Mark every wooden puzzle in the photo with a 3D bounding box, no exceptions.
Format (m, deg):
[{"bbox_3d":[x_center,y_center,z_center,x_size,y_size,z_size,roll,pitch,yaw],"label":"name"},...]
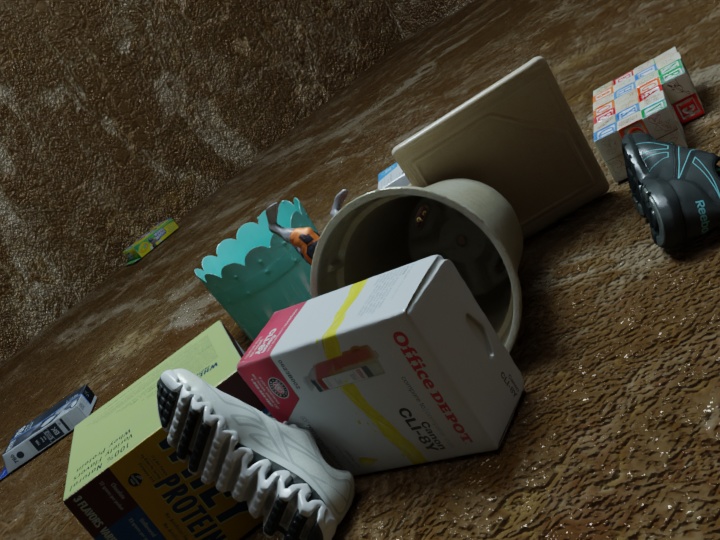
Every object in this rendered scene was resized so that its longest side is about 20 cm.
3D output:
[{"bbox_3d":[0.155,-0.112,0.912,0.184,0.200,0.037,-30,35,13],"label":"wooden puzzle"}]

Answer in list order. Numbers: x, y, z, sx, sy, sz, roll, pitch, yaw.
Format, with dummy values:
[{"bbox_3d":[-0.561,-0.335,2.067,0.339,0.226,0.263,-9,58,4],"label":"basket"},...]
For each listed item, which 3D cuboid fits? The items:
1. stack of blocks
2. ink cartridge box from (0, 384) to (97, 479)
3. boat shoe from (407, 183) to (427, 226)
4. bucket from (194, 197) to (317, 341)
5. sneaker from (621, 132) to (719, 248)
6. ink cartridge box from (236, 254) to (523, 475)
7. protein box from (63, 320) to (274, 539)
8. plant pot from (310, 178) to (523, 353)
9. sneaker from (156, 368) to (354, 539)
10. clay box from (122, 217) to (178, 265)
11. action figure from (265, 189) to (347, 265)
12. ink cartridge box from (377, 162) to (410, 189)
[{"bbox_3d":[0.343,-0.190,0.996,0.114,0.059,0.200,-26,19,27],"label":"stack of blocks"},{"bbox_3d":[-0.564,0.287,1.475,0.199,0.039,0.099,-35,17,1],"label":"ink cartridge box"},{"bbox_3d":[0.069,-0.080,1.222,0.198,0.071,0.071,-24,55,6],"label":"boat shoe"},{"bbox_3d":[-0.133,0.001,1.258,0.206,0.135,0.208,-31,18,11],"label":"bucket"},{"bbox_3d":[0.301,-0.082,0.794,0.078,0.076,0.201,-16,28,13],"label":"sneaker"},{"bbox_3d":[0.015,0.089,0.710,0.199,0.146,0.084,-21,22,38],"label":"ink cartridge box"},{"bbox_3d":[-0.172,0.180,0.840,0.198,0.136,0.200,-36,16,-9],"label":"protein box"},{"bbox_3d":[0.078,-0.004,0.819,0.199,0.202,0.183,-25,7,29],"label":"plant pot"},{"bbox_3d":[-0.091,0.152,0.709,0.081,0.200,0.075,-39,-16,-48],"label":"sneaker"},{"bbox_3d":[-0.715,-0.095,2.794,0.200,0.048,0.114,-45,19,-32],"label":"clay box"},{"bbox_3d":[0.000,0.000,0.957,0.199,0.194,0.105,-5,-34,-52],"label":"action figure"},{"bbox_3d":[0.127,-0.168,1.339,0.199,0.067,0.116,-32,16,12],"label":"ink cartridge box"}]
